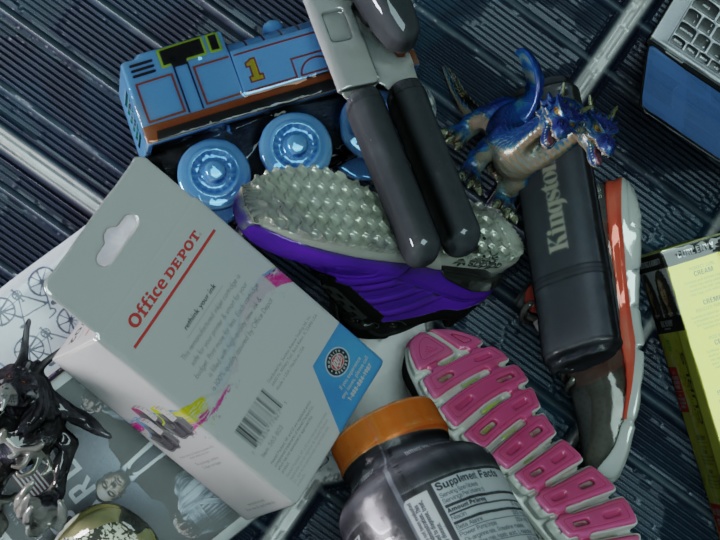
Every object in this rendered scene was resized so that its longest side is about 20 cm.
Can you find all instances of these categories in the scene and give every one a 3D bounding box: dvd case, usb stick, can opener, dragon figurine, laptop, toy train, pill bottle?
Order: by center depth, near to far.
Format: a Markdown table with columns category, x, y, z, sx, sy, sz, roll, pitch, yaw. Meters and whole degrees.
| category | x | y | z | sx | sy | sz | roll | pitch | yaw |
| --- | --- | --- | --- | --- | --- | --- | --- | --- | --- |
| pill bottle | 0.055 | 0.175 | 1.290 | 0.106 | 0.106 | 0.200 | -23 | 68 | -10 |
| can opener | 0.021 | -0.102 | 1.302 | 0.053 | 0.067 | 0.200 | -14 | 68 | -17 |
| dragon figurine | 0.104 | -0.097 | 1.341 | 0.059 | 0.200 | 0.099 | 39 | 108 | -20 |
| dvd case | -0.142 | 0.121 | 1.349 | 0.200 | 0.025 | 0.150 | -38 | 97 | -10 |
| usb stick | 0.127 | -0.030 | 1.366 | 0.033 | 0.055 | 0.200 | 26 | 49 | -46 |
| toy train | -0.055 | -0.102 | 1.370 | 0.200 | 0.087 | 0.114 | -18 | 83 | -10 |
| laptop | 0.291 | -0.129 | 1.410 | 0.187 | 0.116 | 0.200 | 33 | 81 | -6 |

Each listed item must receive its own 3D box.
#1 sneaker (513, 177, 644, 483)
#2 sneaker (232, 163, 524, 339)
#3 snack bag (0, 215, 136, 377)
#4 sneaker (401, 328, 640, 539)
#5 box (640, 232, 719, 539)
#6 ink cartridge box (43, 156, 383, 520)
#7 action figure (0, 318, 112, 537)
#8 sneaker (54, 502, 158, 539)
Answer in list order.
| category | x | y | z | sx | sy | sz | roll | pitch | yaw |
| --- | --- | --- | --- | --- | --- | --- | --- | --- | --- |
| sneaker | 0.139 | 0.039 | 1.401 | 0.082 | 0.077 | 0.200 | 1 | 75 | 1 |
| sneaker | 0.000 | 0.000 | 1.349 | 0.200 | 0.100 | 0.070 | 11 | 39 | -32 |
| snack bag | -0.159 | 0.084 | 1.369 | 0.189 | 0.021 | 0.200 | -37 | 92 | -10 |
| sneaker | 0.089 | 0.127 | 1.380 | 0.074 | 0.087 | 0.200 | -29 | 68 | -36 |
| box | 0.236 | 0.078 | 1.407 | 0.050 | 0.075 | 0.200 | -17 | 90 | -8 |
| ink cartridge box | -0.099 | 0.041 | 1.297 | 0.200 | 0.068 | 0.115 | 42 | 59 | -16 |
| action figure | -0.222 | 0.126 | 1.270 | 0.119 | 0.102 | 0.200 | 21 | 87 | 1 |
| sneaker | -0.185 | 0.226 | 1.282 | 0.077 | 0.089 | 0.200 | 35 | 110 | 0 |
